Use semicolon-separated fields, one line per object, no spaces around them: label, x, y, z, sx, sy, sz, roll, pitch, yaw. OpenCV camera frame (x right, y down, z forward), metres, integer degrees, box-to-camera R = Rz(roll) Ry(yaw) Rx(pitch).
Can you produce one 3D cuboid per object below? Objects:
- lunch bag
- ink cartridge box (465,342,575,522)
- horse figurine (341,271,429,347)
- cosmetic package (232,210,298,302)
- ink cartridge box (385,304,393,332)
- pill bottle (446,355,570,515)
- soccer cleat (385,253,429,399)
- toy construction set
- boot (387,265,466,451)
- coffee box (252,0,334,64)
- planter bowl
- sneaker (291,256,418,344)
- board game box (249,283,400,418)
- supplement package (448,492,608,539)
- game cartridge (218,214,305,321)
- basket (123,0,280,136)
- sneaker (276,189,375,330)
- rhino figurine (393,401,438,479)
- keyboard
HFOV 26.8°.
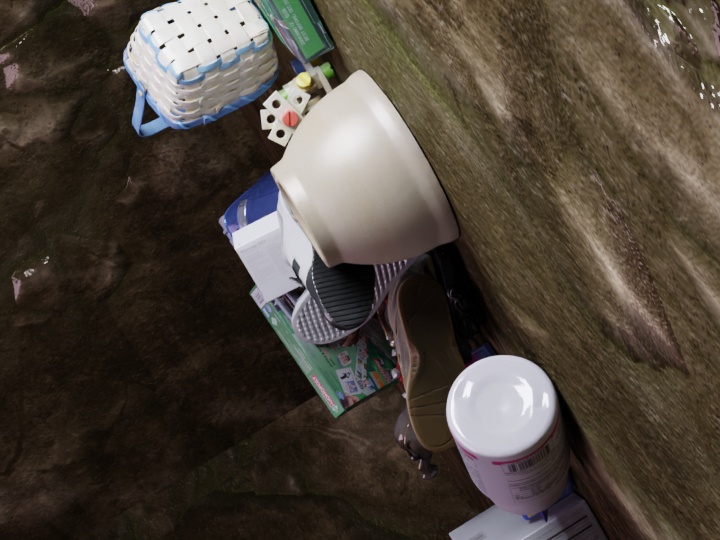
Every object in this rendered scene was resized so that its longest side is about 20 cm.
lunch bag;-0.066;-0.075;1.892;0.132;0.200;0.136;-13;112;43
ink cartridge box;0.182;0.203;1.792;0.200;0.076;0.136;54;174;38
horse figurine;0.031;0.018;1.909;0.050;0.200;0.133;-23;102;42
cosmetic package;-0.041;-0.048;1.745;0.083;0.200;0.051;61;-175;-29
ink cartridge box;0.054;0.033;2.058;0.200;0.085;0.146;61;176;9
pill bottle;0.160;0.179;1.578;0.113;0.113;0.200;57;175;31
soccer cleat;0.075;0.072;1.848;0.069;0.085;0.200;-27;77;54
toy construction set;-0.048;-0.174;1.695;0.131;0.092;0.200;62;-167;-12
boot;0.074;0.096;1.725;0.155;0.072;0.200;-127;27;-82
coffee box;-0.099;-0.311;1.656;0.123;0.044;0.200;60;177;-33
planter bowl;-0.007;-0.085;1.549;0.200;0.135;0.200;59;177;5
sneaker;0.000;0.000;1.707;0.078;0.200;0.079;38;-155;-21
board game box;-0.036;0.080;1.964;0.200;0.135;0.029;55;139;11
supplement package;0.216;0.352;1.873;0.111;0.156;0.200;59;176;-4
game cartridge;-0.077;-0.015;1.960;0.200;0.133;0.040;52;136;8
basket;-0.179;-0.237;1.732;0.139;0.176;0.200;54;159;18
sneaker;-0.042;-0.011;1.641;0.089;0.074;0.200;118;139;-52
rhino figurine;0.100;0.157;1.903;0.060;0.200;0.087;9;146;29
keyboard;0.113;0.030;1.694;0.200;0.040;0.104;73;179;-50
